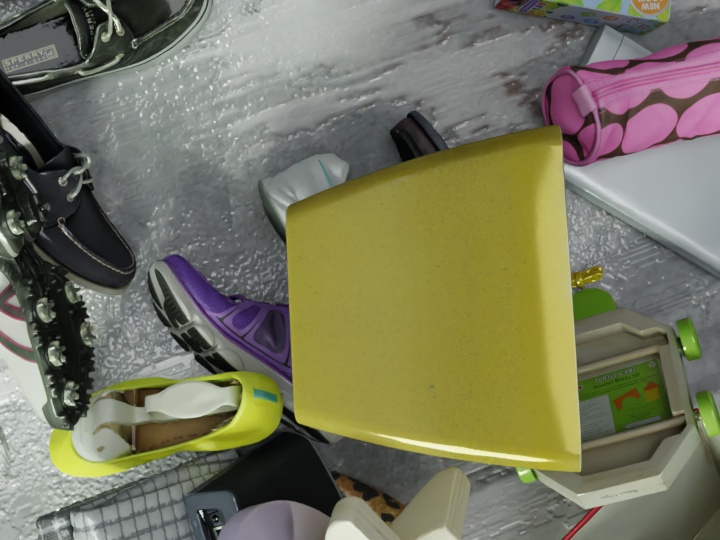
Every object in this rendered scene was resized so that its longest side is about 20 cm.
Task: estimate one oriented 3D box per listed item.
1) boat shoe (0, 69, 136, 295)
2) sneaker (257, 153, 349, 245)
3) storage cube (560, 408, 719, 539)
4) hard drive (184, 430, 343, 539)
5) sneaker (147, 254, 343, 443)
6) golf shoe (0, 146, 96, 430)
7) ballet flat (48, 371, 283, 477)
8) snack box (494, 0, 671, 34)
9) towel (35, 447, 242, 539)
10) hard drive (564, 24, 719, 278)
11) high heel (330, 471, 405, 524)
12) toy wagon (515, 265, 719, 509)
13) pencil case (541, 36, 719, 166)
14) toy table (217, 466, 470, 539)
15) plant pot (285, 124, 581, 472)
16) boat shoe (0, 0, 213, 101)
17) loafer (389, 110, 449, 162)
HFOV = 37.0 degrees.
[{"bbox_3d":[-0.228,-0.066,0.783,0.062,0.073,0.200,-34,110,20],"label":"boat shoe"},{"bbox_3d":[0.000,0.000,0.843,0.080,0.070,0.202,-31,93,-12],"label":"sneaker"},{"bbox_3d":[0.271,0.251,0.798,0.199,0.171,0.181,-41,130,-9],"label":"storage cube"},{"bbox_3d":[-0.041,0.226,0.770,0.042,0.134,0.203,-20,93,33],"label":"hard drive"},{"bbox_3d":[-0.079,0.050,0.836,0.199,0.080,0.084,39,69,-16],"label":"sneaker"},{"bbox_3d":[-0.246,0.018,0.745,0.087,0.077,0.203,-17,97,12],"label":"golf shoe"},{"bbox_3d":[-0.153,0.105,0.779,0.197,0.067,0.068,-11,71,16],"label":"ballet flat"},{"bbox_3d":[0.193,-0.311,0.893,0.140,0.053,0.204,7,88,-9],"label":"snack box"},{"bbox_3d":[-0.125,0.224,0.766,0.085,0.199,0.168,-19,84,34],"label":"towel"},{"bbox_3d":[0.258,-0.099,0.912,0.198,0.027,0.133,29,84,-8],"label":"hard drive"},{"bbox_3d":[0.045,0.239,0.806,0.071,0.142,0.201,-36,94,-9],"label":"high heel"},{"bbox_3d":[0.191,0.084,0.842,0.153,0.202,0.040,-18,134,19],"label":"toy wagon"},{"bbox_3d":[0.248,-0.142,0.851,0.197,0.094,0.092,-16,91,-9],"label":"pencil case"},{"bbox_3d":[0.009,0.221,0.704,0.200,0.116,0.186,40,44,-36],"label":"toy table"},{"bbox_3d":[0.045,0.025,0.724,0.173,0.200,0.204,-3,86,4],"label":"plant pot"},{"bbox_3d":[-0.202,-0.180,0.815,0.198,0.064,0.072,-27,93,-10],"label":"boat shoe"},{"bbox_3d":[0.071,-0.027,0.858,0.062,0.072,0.202,-31,97,-5],"label":"loafer"}]
